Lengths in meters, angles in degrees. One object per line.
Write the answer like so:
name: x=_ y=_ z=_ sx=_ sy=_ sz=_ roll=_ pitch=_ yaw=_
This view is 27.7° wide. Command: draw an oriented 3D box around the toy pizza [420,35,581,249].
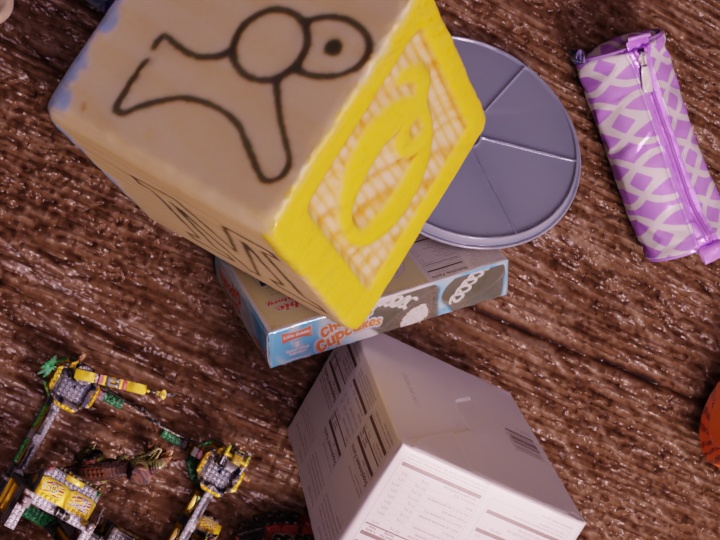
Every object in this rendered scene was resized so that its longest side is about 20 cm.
toy pizza: x=0.078 y=-0.100 z=1.155 sx=0.198 sy=0.032 sz=0.202 roll=8 pitch=59 yaw=-13

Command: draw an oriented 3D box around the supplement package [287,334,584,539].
supplement package: x=0.048 y=0.151 z=1.080 sx=0.155 sy=0.200 sz=0.111 roll=26 pitch=106 yaw=-19

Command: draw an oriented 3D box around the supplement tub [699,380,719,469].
supplement tub: x=0.401 y=0.161 z=1.268 sx=0.199 sy=0.122 sz=0.123 roll=25 pitch=84 yaw=-19

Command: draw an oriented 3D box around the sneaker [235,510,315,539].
sneaker: x=-0.006 y=0.238 z=1.158 sx=0.198 sy=0.078 sz=0.083 roll=4 pitch=105 yaw=-17

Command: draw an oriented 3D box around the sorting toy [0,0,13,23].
sorting toy: x=-0.336 y=-0.245 z=0.949 sx=0.183 sy=0.036 sz=0.202 roll=-10 pitch=103 yaw=5

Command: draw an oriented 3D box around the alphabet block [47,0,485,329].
alphabet block: x=-0.058 y=-0.107 z=1.013 sx=0.199 sy=0.196 sz=0.196 roll=29 pitch=81 yaw=25

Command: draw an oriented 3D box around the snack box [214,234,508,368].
snack box: x=0.000 y=0.000 z=1.121 sx=0.198 sy=0.116 sz=0.037 roll=-16 pitch=130 yaw=-18

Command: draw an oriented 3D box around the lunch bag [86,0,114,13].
lunch bag: x=-0.180 y=-0.316 z=1.045 sx=0.170 sy=0.127 sz=0.201 roll=37 pitch=68 yaw=-15

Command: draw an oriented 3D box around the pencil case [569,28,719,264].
pencil case: x=0.247 y=-0.106 z=1.223 sx=0.083 sy=0.085 sz=0.201 roll=-27 pitch=101 yaw=-18

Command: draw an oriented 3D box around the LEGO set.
LEGO set: x=-0.171 y=0.157 z=1.062 sx=0.200 sy=0.116 sz=0.154 roll=41 pitch=79 yaw=-17
